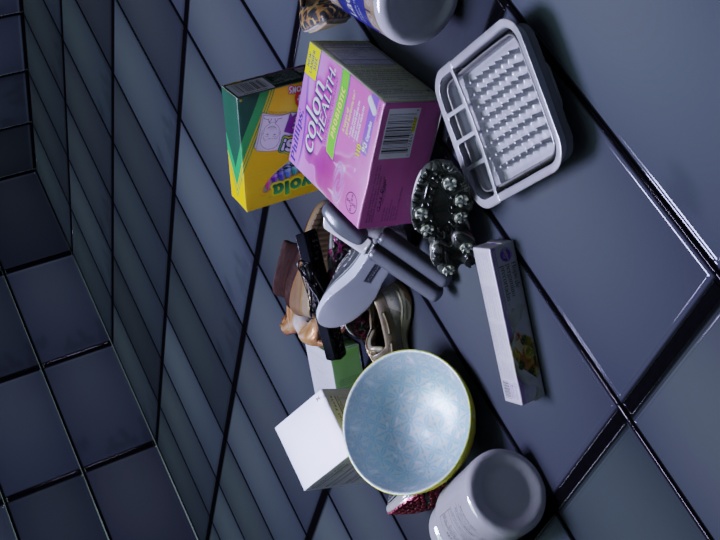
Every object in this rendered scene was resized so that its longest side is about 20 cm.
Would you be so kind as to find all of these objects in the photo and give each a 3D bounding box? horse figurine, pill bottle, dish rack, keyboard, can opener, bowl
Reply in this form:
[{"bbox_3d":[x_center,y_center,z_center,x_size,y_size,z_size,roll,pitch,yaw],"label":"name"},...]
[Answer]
[{"bbox_3d":[-0.080,0.075,1.855,0.200,0.049,0.134,36,106,51],"label":"horse figurine"},{"bbox_3d":[0.163,0.325,1.478,0.116,0.113,0.201,63,155,19],"label":"pill bottle"},{"bbox_3d":[0.163,-0.174,1.222,0.200,0.043,0.174,-29,79,66],"label":"dish rack"},{"bbox_3d":[-0.050,0.037,1.657,0.104,0.039,0.203,-29,-75,-69],"label":"keyboard"},{"bbox_3d":[0.030,-0.025,1.477,0.198,0.067,0.053,33,120,1],"label":"can opener"},{"bbox_3d":[0.021,-0.354,1.315,0.200,0.114,0.117,42,143,48],"label":"pill bottle"},{"bbox_3d":[0.085,0.220,1.556,0.201,0.199,0.107,58,-165,28],"label":"bowl"}]

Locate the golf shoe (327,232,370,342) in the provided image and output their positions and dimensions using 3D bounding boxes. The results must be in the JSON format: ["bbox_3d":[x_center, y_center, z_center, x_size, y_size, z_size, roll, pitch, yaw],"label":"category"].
[{"bbox_3d":[-0.021,0.010,1.708,0.092,0.072,0.203,26,130,60],"label":"golf shoe"}]

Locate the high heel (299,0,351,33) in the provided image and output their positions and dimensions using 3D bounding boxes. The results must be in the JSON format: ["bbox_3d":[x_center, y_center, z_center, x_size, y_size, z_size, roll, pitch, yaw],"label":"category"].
[{"bbox_3d":[-0.061,-0.394,1.453,0.200,0.070,0.145,-91,-13,-72],"label":"high heel"}]

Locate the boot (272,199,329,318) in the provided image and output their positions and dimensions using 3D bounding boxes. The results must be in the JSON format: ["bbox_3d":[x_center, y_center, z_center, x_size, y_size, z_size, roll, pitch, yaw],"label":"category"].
[{"bbox_3d":[-0.098,-0.031,1.808,0.166,0.071,0.203,31,114,59],"label":"boot"}]

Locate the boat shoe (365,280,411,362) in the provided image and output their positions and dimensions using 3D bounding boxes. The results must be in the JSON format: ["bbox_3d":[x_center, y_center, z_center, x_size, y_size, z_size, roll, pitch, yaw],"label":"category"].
[{"bbox_3d":[0.036,0.109,1.661,0.072,0.064,0.202,47,146,43],"label":"boat shoe"}]

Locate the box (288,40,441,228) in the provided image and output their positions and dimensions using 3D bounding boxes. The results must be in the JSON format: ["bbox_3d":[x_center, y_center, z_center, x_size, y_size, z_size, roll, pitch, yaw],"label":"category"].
[{"bbox_3d":[0.003,-0.184,1.453,0.200,0.095,0.178,47,133,44],"label":"box"}]

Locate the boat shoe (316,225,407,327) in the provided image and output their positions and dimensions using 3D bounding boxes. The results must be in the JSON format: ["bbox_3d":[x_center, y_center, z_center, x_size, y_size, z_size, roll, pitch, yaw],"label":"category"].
[{"bbox_3d":[0.000,0.000,1.575,0.201,0.068,0.057,-51,36,28],"label":"boat shoe"}]

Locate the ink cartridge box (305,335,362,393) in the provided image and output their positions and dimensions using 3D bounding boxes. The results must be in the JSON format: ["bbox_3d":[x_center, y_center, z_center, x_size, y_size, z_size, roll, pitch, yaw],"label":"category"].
[{"bbox_3d":[-0.035,0.213,1.891,0.104,0.059,0.203,24,127,60],"label":"ink cartridge box"}]

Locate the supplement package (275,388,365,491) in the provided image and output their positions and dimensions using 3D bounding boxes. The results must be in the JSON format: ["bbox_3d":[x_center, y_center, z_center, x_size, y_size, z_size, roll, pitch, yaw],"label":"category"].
[{"bbox_3d":[-0.016,0.255,1.682,0.109,0.199,0.115,-40,64,25],"label":"supplement package"}]

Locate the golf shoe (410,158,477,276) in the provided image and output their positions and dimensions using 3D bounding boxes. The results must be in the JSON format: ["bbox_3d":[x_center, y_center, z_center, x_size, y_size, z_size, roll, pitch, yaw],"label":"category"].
[{"bbox_3d":[0.096,-0.078,1.345,0.201,0.076,0.089,72,-177,-54],"label":"golf shoe"}]

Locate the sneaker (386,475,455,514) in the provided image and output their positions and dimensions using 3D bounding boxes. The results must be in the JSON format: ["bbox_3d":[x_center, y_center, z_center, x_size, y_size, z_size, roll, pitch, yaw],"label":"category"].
[{"bbox_3d":[0.091,0.317,1.685,0.201,0.079,0.076,117,145,-48],"label":"sneaker"}]

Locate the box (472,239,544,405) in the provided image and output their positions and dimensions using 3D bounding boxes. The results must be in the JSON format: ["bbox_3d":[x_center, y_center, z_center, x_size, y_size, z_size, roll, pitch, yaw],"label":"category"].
[{"bbox_3d":[0.183,0.064,1.347,0.041,0.038,0.203,5,111,62],"label":"box"}]

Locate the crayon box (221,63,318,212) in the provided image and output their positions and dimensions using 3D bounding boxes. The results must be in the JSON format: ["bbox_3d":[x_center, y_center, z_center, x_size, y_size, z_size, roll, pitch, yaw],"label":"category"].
[{"bbox_3d":[-0.092,-0.196,1.562,0.058,0.197,0.175,40,141,48],"label":"crayon box"}]
